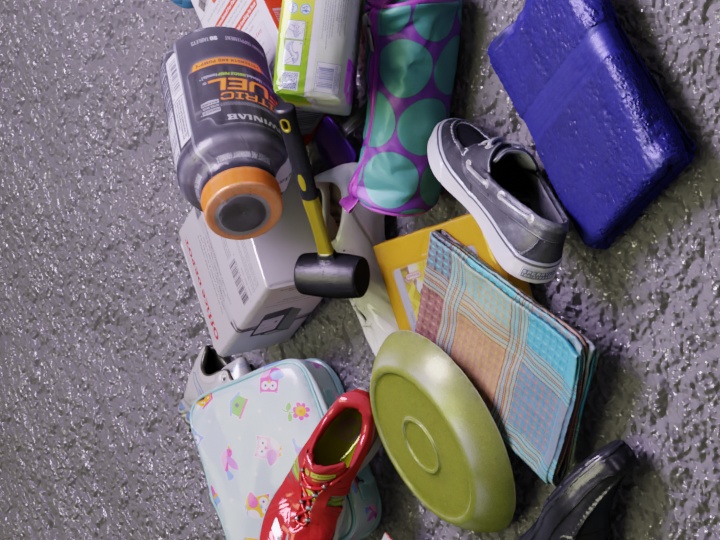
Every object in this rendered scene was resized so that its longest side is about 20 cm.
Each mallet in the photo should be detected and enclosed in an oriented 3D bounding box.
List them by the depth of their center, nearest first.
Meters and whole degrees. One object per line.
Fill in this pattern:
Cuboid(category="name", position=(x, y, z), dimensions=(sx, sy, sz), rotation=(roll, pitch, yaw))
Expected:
Cuboid(category="mallet", position=(-0.051, -0.058, 1.589), dimensions=(0.065, 0.041, 0.201), rotation=(-4, 124, 29))

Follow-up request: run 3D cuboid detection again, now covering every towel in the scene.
Cuboid(category="towel", position=(0.181, -0.134, 1.410), dimensions=(0.201, 0.049, 0.148), rotation=(66, 151, 19))
Cuboid(category="towel", position=(0.114, 0.072, 1.510), dimensions=(0.200, 0.022, 0.147), rotation=(40, 135, 38))

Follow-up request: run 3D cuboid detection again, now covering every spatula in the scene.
Cuboid(category="spatula", position=(0.006, -0.153, 1.677), dimensions=(0.057, 0.020, 0.200), rotation=(54, 137, 15))

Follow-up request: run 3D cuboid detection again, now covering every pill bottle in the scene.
Cuboid(category="pill bottle", position=(-0.121, -0.121, 1.640), dimensions=(0.201, 0.106, 0.107), rotation=(-105, 30, -41))

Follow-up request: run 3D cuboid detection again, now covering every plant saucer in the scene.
Cuboid(category="plant saucer", position=(0.064, 0.150, 1.600), dimensions=(0.200, 0.031, 0.201), rotation=(44, 149, 36))

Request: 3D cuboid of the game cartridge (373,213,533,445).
Cuboid(category="game cartridge", position=(0.094, 0.056, 1.573), dimensions=(0.176, 0.032, 0.201), rotation=(-18, 89, 56))

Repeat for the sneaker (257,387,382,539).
Cuboid(category="sneaker", position=(-0.043, 0.198, 1.680), dimensions=(0.077, 0.085, 0.201), rotation=(23, 82, 11))

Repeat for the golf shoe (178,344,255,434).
Cuboid(category="golf shoe", position=(-0.130, 0.144, 1.906), dimensions=(0.200, 0.078, 0.098), rotation=(28, 114, 49))

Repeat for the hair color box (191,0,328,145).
Cuboid(category="hair color box", position=(-0.091, -0.231, 1.766), dimensions=(0.111, 0.064, 0.201), rotation=(-49, 59, 48))

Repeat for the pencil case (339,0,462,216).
Cuboid(category="pencil case", position=(0.035, -0.149, 1.571), dimensions=(0.085, 0.092, 0.201), rotation=(-139, 48, -56))

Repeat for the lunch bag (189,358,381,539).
Cuboid(category="lunch bag", position=(-0.069, 0.194, 1.781), dimensions=(0.160, 0.077, 0.201), rotation=(-24, 78, 19))

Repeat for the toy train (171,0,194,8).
Cuboid(category="toy train", position=(-0.202, -0.381, 1.888), dimensions=(0.201, 0.084, 0.116), rotation=(63, 155, 25))

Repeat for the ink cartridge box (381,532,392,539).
Cuboid(category="ink cartridge box", position=(0.041, 0.353, 1.724), dimensions=(0.109, 0.050, 0.201), rotation=(49, 134, 38))

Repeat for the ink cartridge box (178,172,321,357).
Cuboid(category="ink cartridge box", position=(-0.103, -0.019, 1.786), dimensions=(0.146, 0.084, 0.200), rotation=(71, 156, 15))

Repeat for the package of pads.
Cuboid(category="package of pads", position=(-0.031, -0.220, 1.573), dimensions=(0.200, 0.068, 0.156), rotation=(-62, -22, -88))

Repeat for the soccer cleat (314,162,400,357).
Cuboid(category="soccer cleat", position=(0.000, 0.000, 1.673), dimensions=(0.069, 0.077, 0.201), rotation=(-19, 82, 56))

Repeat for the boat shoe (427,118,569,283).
Cuboid(category="boat shoe", position=(0.115, -0.076, 1.474), dimensions=(0.200, 0.071, 0.068), rotation=(-116, 36, -47))

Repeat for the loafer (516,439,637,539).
Cuboid(category="loafer", position=(0.179, 0.216, 1.481), dimensions=(0.070, 0.068, 0.201), rotation=(43, 132, 17))
